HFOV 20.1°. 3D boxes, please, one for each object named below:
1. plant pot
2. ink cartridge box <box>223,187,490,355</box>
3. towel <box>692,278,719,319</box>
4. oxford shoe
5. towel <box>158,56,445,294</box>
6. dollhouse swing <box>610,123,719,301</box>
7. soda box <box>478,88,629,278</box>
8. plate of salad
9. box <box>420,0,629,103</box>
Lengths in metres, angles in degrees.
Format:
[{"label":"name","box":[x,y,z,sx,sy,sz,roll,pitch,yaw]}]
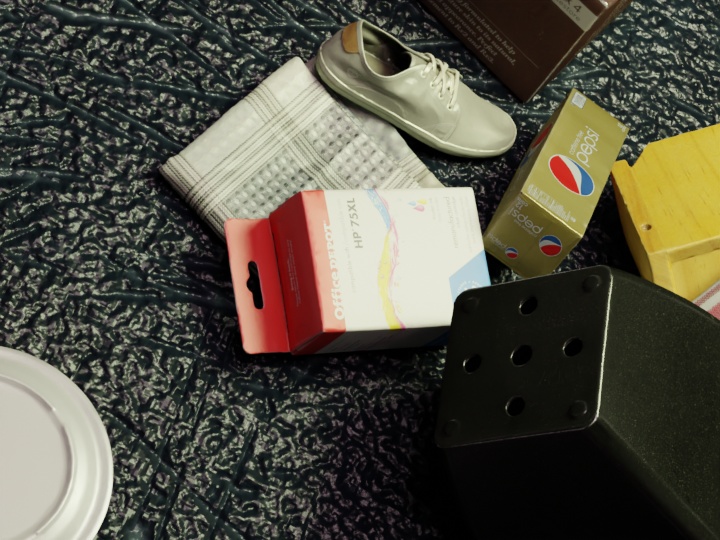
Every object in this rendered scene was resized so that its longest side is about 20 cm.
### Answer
[{"label":"plant pot","box":[0.162,0.106,1.532,0.177,0.198,0.201,45,45,-44]},{"label":"ink cartridge box","box":[0.000,0.000,1.609,0.198,0.067,0.117,-3,74,-28]},{"label":"towel","box":[0.353,0.076,1.687,0.200,0.146,0.030,48,11,-18]},{"label":"oxford shoe","box":[0.056,-0.154,1.733,0.199,0.058,0.076,24,42,-24]},{"label":"towel","box":[-0.035,-0.070,1.678,0.193,0.035,0.200,46,56,5]},{"label":"dollhouse swing","box":[0.339,-0.005,1.746,0.198,0.177,0.183,-16,40,1]},{"label":"soda box","box":[0.164,-0.071,1.704,0.064,0.068,0.200,36,35,-2]},{"label":"plate of salad","box":[-0.277,0.146,1.458,0.198,0.048,0.202,6,58,-10]},{"label":"box","box":[0.176,-0.295,1.806,0.166,0.164,0.200,44,57,3]}]
